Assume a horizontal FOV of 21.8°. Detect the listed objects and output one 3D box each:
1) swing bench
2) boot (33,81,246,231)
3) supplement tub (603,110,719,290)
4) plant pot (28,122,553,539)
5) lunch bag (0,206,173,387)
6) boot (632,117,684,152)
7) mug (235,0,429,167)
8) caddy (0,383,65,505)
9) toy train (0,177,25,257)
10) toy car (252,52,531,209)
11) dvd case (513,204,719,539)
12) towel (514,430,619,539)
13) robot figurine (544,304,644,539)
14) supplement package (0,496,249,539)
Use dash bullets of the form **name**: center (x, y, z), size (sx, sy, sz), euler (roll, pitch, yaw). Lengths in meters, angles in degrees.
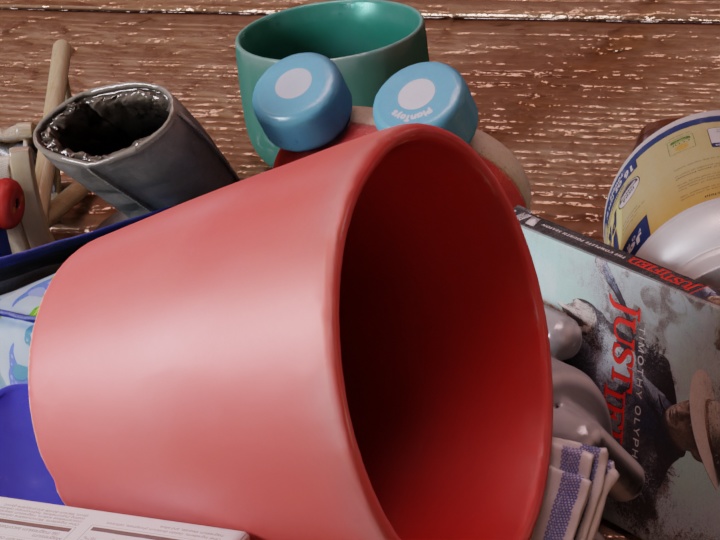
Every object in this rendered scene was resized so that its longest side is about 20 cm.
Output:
- **swing bench**: center (-0.315, -0.066, 1.393), size (0.196, 0.131, 0.201), euler (-4, 30, 4)
- **boot**: center (-0.151, -0.048, 1.220), size (0.180, 0.073, 0.200), euler (-21, -18, 20)
- **supplement tub**: center (0.216, 0.006, 1.081), size (0.143, 0.146, 0.200), euler (-4, 25, 6)
- **plant pot**: center (-0.034, 0.045, 0.817), size (0.176, 0.202, 0.200), euler (-7, 22, 30)
- **lunch bag**: center (-0.155, 0.039, 1.139), size (0.169, 0.129, 0.199), euler (-19, 15, -34)
- **boot**: center (0.270, -0.063, 1.310), size (0.184, 0.065, 0.200), euler (-13, 19, 18)
- **mug**: center (-0.009, -0.142, 1.488), size (0.151, 0.116, 0.185), euler (12, 30, 36)
- **caddy**: center (-0.136, 0.145, 0.926), size (0.140, 0.106, 0.200), euler (9, 27, -18)
- **toy train**: center (-0.275, -0.027, 1.212), size (0.084, 0.202, 0.116), euler (1, 30, 14)
- **toy car**: center (0.000, 0.000, 1.177), size (0.175, 0.185, 0.201), euler (8, 57, 29)
- **dvd case**: center (0.138, 0.063, 0.981), size (0.022, 0.148, 0.199), euler (-14, 25, -35)
- **towel**: center (0.021, 0.132, 0.900), size (0.199, 0.148, 0.024), euler (16, -5, 41)
- **robot figurine**: center (0.053, 0.087, 0.986), size (0.199, 0.113, 0.170), euler (21, 71, 44)
- **supplement package**: center (-0.148, 0.189, 0.770), size (0.198, 0.157, 0.111), euler (5, 25, 23)
